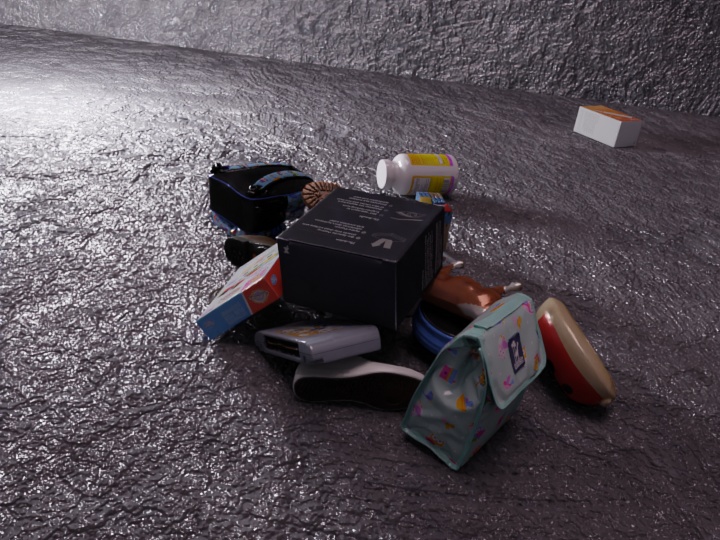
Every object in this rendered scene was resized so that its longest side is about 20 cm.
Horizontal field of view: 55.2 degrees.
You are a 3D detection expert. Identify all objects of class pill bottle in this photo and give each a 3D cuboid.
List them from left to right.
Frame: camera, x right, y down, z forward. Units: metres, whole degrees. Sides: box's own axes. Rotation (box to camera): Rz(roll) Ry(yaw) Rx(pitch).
[{"bbox_3d":[0.146,-0.248,1.774,0.198,0.105,0.104,-2,28,-19],"label":"pill bottle"}]

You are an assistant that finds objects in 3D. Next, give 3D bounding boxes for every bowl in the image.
[{"bbox_3d":[0.185,0.086,1.139,0.198,0.040,0.201,5,27,-2],"label":"bowl"}]

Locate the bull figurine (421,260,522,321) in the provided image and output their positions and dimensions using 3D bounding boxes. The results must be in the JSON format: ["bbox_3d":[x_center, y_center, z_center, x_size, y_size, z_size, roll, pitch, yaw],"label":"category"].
[{"bbox_3d":[0.183,0.046,1.102,0.199,0.066,0.121,28,33,34],"label":"bull figurine"}]

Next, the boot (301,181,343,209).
[{"bbox_3d":[-0.047,-0.124,1.463,0.198,0.076,0.107,17,-23,-25],"label":"boot"}]

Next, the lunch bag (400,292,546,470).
[{"bbox_3d":[0.162,0.137,0.925,0.121,0.202,0.170,33,35,25],"label":"lunch bag"}]

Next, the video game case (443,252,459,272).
[{"bbox_3d":[0.077,-0.073,1.309,0.181,0.024,0.200,27,8,-42],"label":"video game case"}]

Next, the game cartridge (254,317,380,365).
[{"bbox_3d":[-0.062,0.102,1.034,0.132,0.042,0.199,-15,8,-31],"label":"game cartridge"}]

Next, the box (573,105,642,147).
[{"bbox_3d":[0.912,-0.534,2.541,0.123,0.099,0.200,-10,32,-31],"label":"box"}]

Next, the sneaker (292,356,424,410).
[{"bbox_3d":[0.004,0.148,1.007,0.197,0.074,0.085,6,29,-1],"label":"sneaker"}]

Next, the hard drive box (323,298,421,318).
[{"bbox_3d":[0.016,0.017,1.261,0.198,0.078,0.156,-4,30,-23],"label":"hard drive box"}]

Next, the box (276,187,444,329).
[{"bbox_3d":[0.006,-0.027,1.065,0.195,0.119,0.200,12,33,23],"label":"box"}]

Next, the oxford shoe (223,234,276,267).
[{"bbox_3d":[-0.163,-0.027,1.302,0.199,0.073,0.084,27,31,33],"label":"oxford shoe"}]

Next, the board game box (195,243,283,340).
[{"bbox_3d":[-0.172,0.019,1.146,0.152,0.040,0.200,-31,16,24],"label":"board game box"}]

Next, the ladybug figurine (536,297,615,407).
[{"bbox_3d":[0.330,0.134,1.086,0.072,0.136,0.201,-34,44,13],"label":"ladybug figurine"}]

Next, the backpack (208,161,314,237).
[{"bbox_3d":[-0.203,-0.155,1.467,0.199,0.136,0.182,-19,37,-41],"label":"backpack"}]

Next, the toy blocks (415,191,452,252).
[{"bbox_3d":[0.141,-0.102,1.456,0.099,0.138,0.201,1,27,-12],"label":"toy blocks"}]
